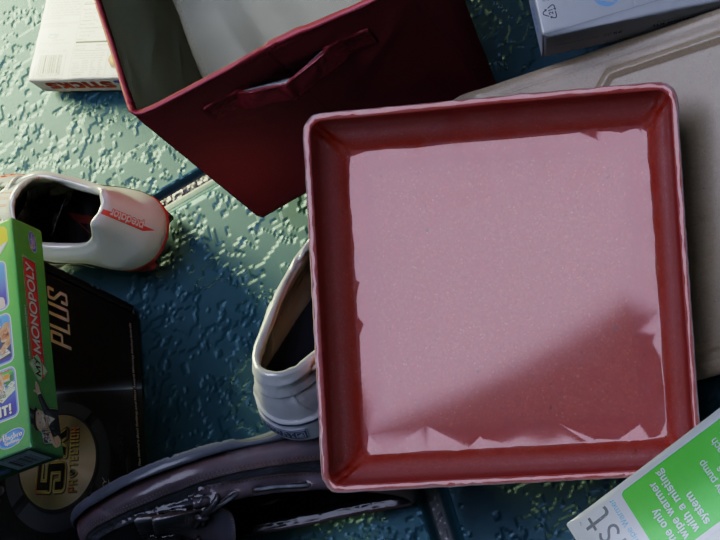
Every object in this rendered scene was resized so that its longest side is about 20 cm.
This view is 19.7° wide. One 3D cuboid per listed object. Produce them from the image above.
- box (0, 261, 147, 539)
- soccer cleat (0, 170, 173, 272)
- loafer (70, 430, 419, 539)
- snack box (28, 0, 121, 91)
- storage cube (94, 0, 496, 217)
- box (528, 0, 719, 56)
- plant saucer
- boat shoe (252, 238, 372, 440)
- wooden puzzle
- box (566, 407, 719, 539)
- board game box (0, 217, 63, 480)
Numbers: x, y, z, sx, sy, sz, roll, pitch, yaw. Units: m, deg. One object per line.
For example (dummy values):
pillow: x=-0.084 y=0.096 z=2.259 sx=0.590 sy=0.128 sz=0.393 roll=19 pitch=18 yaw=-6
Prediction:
box: x=-0.205 y=0.100 z=1.222 sx=0.086 sy=0.164 sz=0.201 roll=-17 pitch=64 yaw=25
soccer cleat: x=-0.212 y=-0.034 z=1.320 sx=0.199 sy=0.085 sz=0.069 roll=5 pitch=76 yaw=32
loafer: x=-0.063 y=0.128 z=1.160 sx=0.199 sy=0.072 sz=0.063 roll=-20 pitch=67 yaw=1
snack box: x=-0.127 y=-0.154 z=1.348 sx=0.199 sy=0.024 sz=0.072 roll=2 pitch=73 yaw=32
storage cube: x=-0.043 y=-0.165 z=1.189 sx=0.170 sy=0.180 sz=0.201 roll=-25 pitch=65 yaw=12
box: x=0.178 y=-0.212 z=1.116 sx=0.199 sy=0.041 sz=0.157 roll=-12 pitch=77 yaw=1
plant saucer: x=0.074 y=0.011 z=1.090 sx=0.198 sy=0.037 sz=0.201 roll=-4 pitch=85 yaw=12
boat shoe: x=0.000 y=0.000 z=1.158 sx=0.073 sy=0.066 sz=0.201 roll=13 pitch=57 yaw=20
wooden puzzle: x=0.157 y=-0.031 z=1.111 sx=0.199 sy=0.037 sz=0.186 roll=-16 pitch=81 yaw=21
box: x=0.228 y=0.158 z=0.985 sx=0.176 sy=0.097 sz=0.201 roll=-37 pitch=59 yaw=12
board game box: x=-0.257 y=0.067 z=1.149 sx=0.199 sy=0.029 sz=0.135 roll=-21 pitch=64 yaw=24
